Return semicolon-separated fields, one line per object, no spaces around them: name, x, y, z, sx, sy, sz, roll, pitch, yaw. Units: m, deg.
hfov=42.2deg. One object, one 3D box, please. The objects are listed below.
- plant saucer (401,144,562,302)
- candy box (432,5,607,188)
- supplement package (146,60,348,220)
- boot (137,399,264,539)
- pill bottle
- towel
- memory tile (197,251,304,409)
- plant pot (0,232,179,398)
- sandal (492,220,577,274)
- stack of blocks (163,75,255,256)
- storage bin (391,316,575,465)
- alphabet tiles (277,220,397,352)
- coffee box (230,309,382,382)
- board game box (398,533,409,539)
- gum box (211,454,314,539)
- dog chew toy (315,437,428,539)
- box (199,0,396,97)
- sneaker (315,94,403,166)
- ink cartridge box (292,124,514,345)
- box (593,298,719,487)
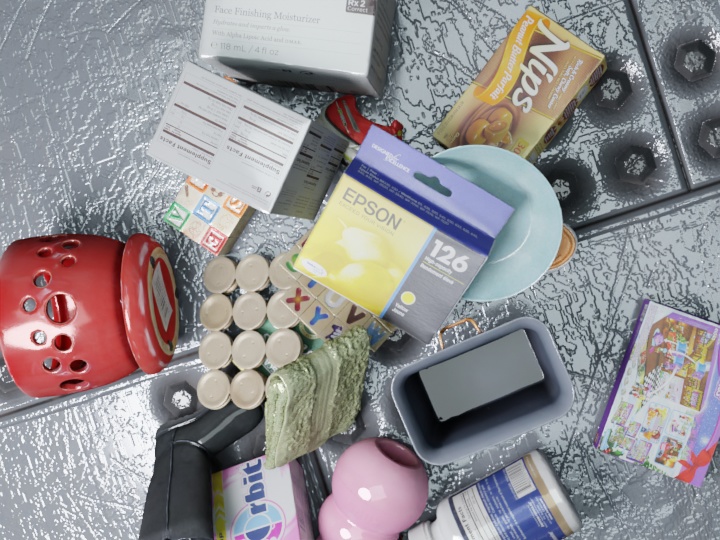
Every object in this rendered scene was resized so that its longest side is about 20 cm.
plant saucer;0.142;-0.060;1.121;0.199;0.039;0.202;5;116;10
candy box;0.196;-0.209;1.152;0.115;0.055;0.200;40;96;17
supplement package;-0.121;-0.140;1.066;0.155;0.200;0.111;26;95;9
boot;-0.193;0.256;1.158;0.164;0.201;0.066;-27;121;14
pill bottle;0.165;0.316;1.163;0.199;0.111;0.111;-30;89;7
towel;-0.052;0.159;1.132;0.148;0.201;0.036;-28;56;-30
memory tile;-0.139;0.077;1.190;0.152;0.017;0.202;-5;75;22
plant pot;-0.332;0.051;1.165;0.181;0.200;0.202;-6;92;4
sandal;0.172;-0.056;1.171;0.206;0.059;0.080;25;95;5
stack of blocks;-0.173;-0.133;1.207;0.115;0.059;0.201;33;96;4
storage bin;0.144;0.130;1.145;0.199;0.134;0.146;-24;90;6
alphabet tiles;0.000;0.000;1.180;0.166;0.006;0.200;42;73;3
coffee box;-0.066;0.079;1.211;0.200;0.044;0.123;-45;86;6
board game box;0.044;0.424;1.137;0.103;0.200;0.105;-44;87;6
gum box;-0.122;0.329;1.170;0.113;0.066;0.201;-19;49;7
dog chew toy;0.003;0.313;1.181;0.124;0.125;0.201;29;103;4
box;-0.068;-0.293;1.117;0.197;0.200;0.132;7;94;6
sneaker;0.032;-0.147;1.175;0.200;0.077;0.085;44;84;5
ink cartridge box;0.048;-0.037;1.108;0.197;0.047;0.201;30;120;0
box;0.390;0.152;1.166;0.136;0.039;0.201;20;95;6
